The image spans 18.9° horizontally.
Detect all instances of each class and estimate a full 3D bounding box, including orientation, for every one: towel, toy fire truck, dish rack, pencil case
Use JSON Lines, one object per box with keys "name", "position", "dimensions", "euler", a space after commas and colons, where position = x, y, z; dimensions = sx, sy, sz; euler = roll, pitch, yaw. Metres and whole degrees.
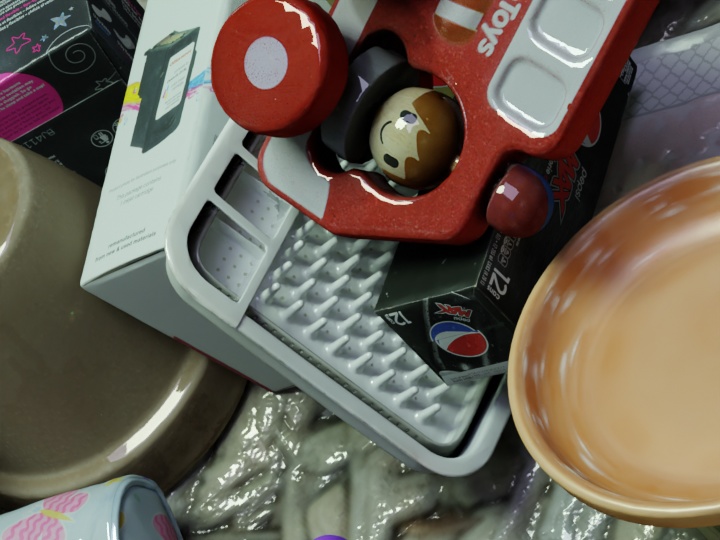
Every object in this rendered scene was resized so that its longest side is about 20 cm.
{"name": "towel", "position": [0.190, -0.062, 1.094], "dimensions": [0.198, 0.032, 0.192], "euler": [-15, 42, 26]}
{"name": "toy fire truck", "position": [0.038, -0.101, 1.011], "dimensions": [0.167, 0.112, 0.201], "euler": [34, 104, 27]}
{"name": "dish rack", "position": [0.000, 0.000, 1.099], "dimensions": [0.044, 0.199, 0.172], "euler": [-40, 17, 51]}
{"name": "pencil case", "position": [-0.190, 0.175, 1.161], "dimensions": [0.198, 0.083, 0.091], "euler": [-20, 35, 18]}

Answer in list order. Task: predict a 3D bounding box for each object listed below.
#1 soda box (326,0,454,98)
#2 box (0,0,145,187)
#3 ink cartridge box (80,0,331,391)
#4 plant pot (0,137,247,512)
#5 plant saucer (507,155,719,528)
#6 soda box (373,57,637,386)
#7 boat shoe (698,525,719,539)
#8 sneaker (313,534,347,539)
{"name": "soda box", "position": [0.028, -0.157, 1.170], "dimensions": [0.063, 0.200, 0.068], "euler": [-11, 55, 27]}
{"name": "box", "position": [-0.219, -0.096, 1.326], "dimensions": [0.199, 0.132, 0.115], "euler": [-28, 46, 12]}
{"name": "ink cartridge box", "position": [-0.055, -0.058, 1.184], "dimensions": [0.082, 0.145, 0.202], "euler": [-21, 49, 43]}
{"name": "plant pot", "position": [-0.183, 0.019, 1.202], "dimensions": [0.199, 0.175, 0.202], "euler": [-15, 55, 22]}
{"name": "plant saucer", "position": [0.163, 0.033, 0.965], "dimensions": [0.199, 0.038, 0.201], "euler": [-19, 43, 18]}
{"name": "soda box", "position": [0.076, -0.043, 1.089], "dimensions": [0.070, 0.063, 0.201], "euler": [-15, 41, 41]}
{"name": "boat shoe", "position": [0.146, 0.065, 1.025], "dimensions": [0.072, 0.066, 0.201], "euler": [-35, 38, -10]}
{"name": "sneaker", "position": [0.031, 0.179, 1.012], "dimensions": [0.099, 0.069, 0.201], "euler": [-43, 33, 11]}
